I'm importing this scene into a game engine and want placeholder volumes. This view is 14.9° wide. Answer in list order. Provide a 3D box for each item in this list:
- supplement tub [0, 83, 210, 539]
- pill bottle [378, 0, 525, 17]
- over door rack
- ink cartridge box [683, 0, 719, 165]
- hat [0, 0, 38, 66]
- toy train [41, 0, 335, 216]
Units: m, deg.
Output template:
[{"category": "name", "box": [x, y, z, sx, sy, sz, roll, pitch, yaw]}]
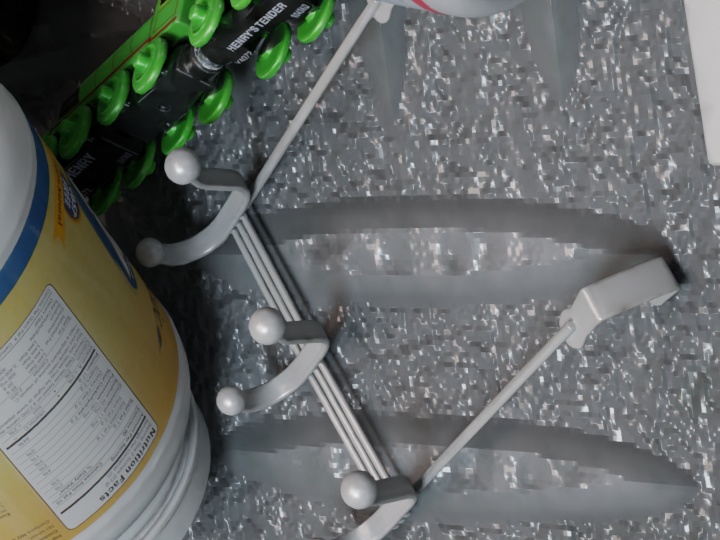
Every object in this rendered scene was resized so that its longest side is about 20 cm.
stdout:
[{"category": "supplement tub", "box": [-0.150, 0.030, 1.018, 0.144, 0.145, 0.200, 29, 161, 39]}, {"category": "pill bottle", "box": [-0.029, -0.151, 0.899, 0.199, 0.109, 0.109, 16, 112, 33]}, {"category": "over door rack", "box": [0.000, 0.000, 0.963, 0.200, 0.066, 0.148, -45, 68, 44]}, {"category": "ink cartridge box", "box": [0.147, -0.136, 0.706, 0.083, 0.146, 0.201, -4, 98, 46]}, {"category": "hat", "box": [-0.170, -0.135, 1.086, 0.080, 0.201, 0.202, -12, 92, 7]}, {"category": "toy train", "box": [-0.068, -0.080, 1.025, 0.200, 0.042, 0.057, -34, 39, 50]}]
